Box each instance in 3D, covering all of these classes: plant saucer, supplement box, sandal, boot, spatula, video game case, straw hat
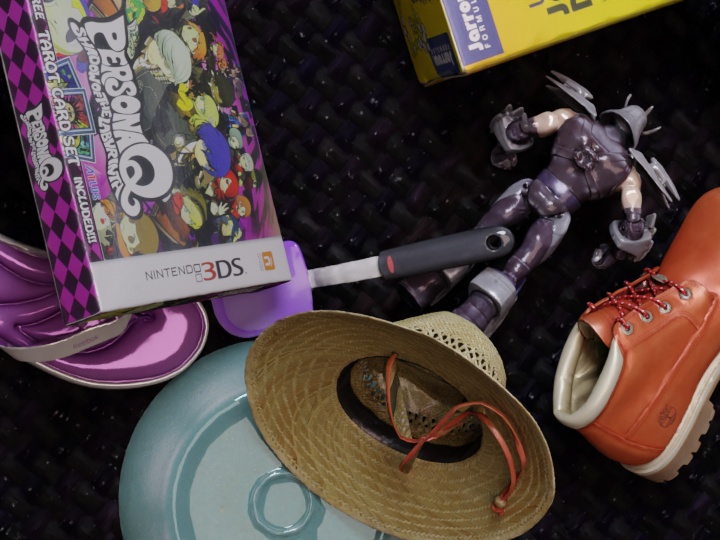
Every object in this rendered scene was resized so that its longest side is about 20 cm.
[{"bbox_3d":[-0.052,0.144,1.185,0.198,0.036,0.202,0,91,-12],"label":"plant saucer"},{"bbox_3d":[0.124,-0.200,1.180,0.198,0.109,0.110,-20,96,-12],"label":"supplement box"},{"bbox_3d":[-0.190,0.022,1.144,0.201,0.050,0.083,16,88,-13],"label":"sandal"},{"bbox_3d":[0.193,0.026,1.203,0.107,0.075,0.201,26,85,-33],"label":"boot"},{"bbox_3d":[0.000,0.000,1.165,0.198,0.021,0.057,-11,93,20],"label":"spatula"},{"bbox_3d":[-0.125,-0.078,1.098,0.181,0.036,0.202,-9,84,-56],"label":"video game case"},{"bbox_3d":[0.038,0.071,1.124,0.201,0.201,0.085,42,50,-10],"label":"straw hat"}]

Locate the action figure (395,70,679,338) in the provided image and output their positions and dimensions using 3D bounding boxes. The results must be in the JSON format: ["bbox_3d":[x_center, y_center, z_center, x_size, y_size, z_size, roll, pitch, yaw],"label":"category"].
[{"bbox_3d":[0.113,-0.039,1.191,0.200,0.069,0.130,-43,69,-8],"label":"action figure"}]
